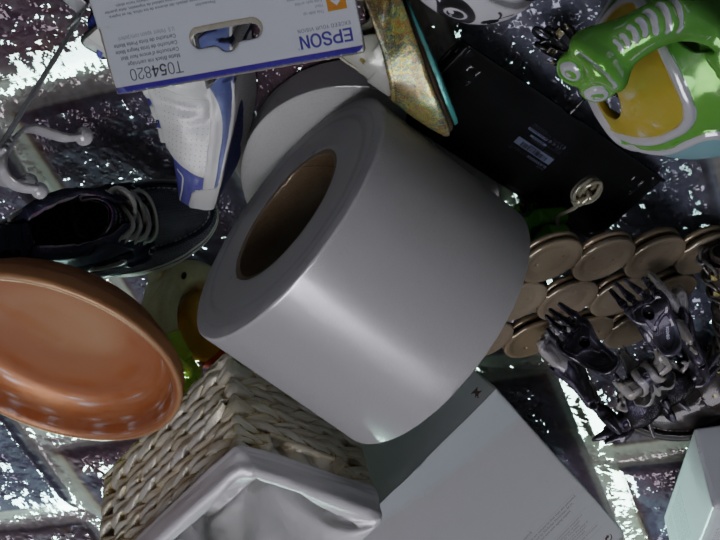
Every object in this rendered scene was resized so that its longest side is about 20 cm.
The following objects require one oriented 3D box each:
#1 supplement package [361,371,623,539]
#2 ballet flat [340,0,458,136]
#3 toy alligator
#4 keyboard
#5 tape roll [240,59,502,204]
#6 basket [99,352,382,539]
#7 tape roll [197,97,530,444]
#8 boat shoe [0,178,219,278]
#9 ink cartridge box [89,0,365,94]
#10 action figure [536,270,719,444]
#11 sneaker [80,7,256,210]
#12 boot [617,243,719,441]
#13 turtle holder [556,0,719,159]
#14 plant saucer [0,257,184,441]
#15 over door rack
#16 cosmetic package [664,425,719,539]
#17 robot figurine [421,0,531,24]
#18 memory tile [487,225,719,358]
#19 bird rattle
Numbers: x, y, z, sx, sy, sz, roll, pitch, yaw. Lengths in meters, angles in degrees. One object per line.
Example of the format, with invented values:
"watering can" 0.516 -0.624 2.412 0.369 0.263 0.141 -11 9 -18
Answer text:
"supplement package" 0.069 0.196 1.224 0.191 0.147 0.200 -44 119 -3
"ballet flat" 0.004 -0.175 0.960 0.071 0.071 0.200 -13 107 25
"toy alligator" 0.121 -0.022 1.079 0.059 0.054 0.200 -7 147 -27
"keyboard" 0.139 -0.106 1.041 0.200 0.021 0.127 29 123 -28
"tape roll" 0.009 -0.069 1.116 0.202 0.037 0.203 6 135 6
"basket" -0.098 0.173 1.115 0.135 0.124 0.200 25 127 -31
"tape roll" 0.000 0.000 1.019 0.139 0.203 0.203 36 131 -21
"boat shoe" -0.178 -0.033 1.095 0.093 0.200 0.075 -23 87 55
"ink cartridge box" -0.095 -0.224 0.927 0.199 0.041 0.201 -4 107 28
"action figure" 0.198 0.059 1.073 0.119 0.102 0.200 -30 154 6
"sneaker" -0.138 -0.150 1.055 0.115 0.081 0.200 12 128 8
"boot" 0.284 0.044 1.135 0.199 0.069 0.174 -14 132 12
"turtle holder" 0.207 -0.126 0.912 0.132 0.186 0.141 -31 103 35
"plant saucer" -0.221 0.054 1.064 0.200 0.038 0.200 10 142 8
"over door rack" -0.254 -0.097 1.049 0.148 0.200 0.067 -31 130 34
"cosmetic package" 0.319 0.195 1.218 0.101 0.071 0.200 -7 150 -1
"robot figurine" 0.103 -0.233 0.872 0.150 0.125 0.200 37 128 -23
"memory tile" 0.173 0.016 1.104 0.200 0.017 0.153 -3 144 -32
"bird rattle" -0.123 0.071 1.198 0.113 0.163 0.200 -22 148 38
